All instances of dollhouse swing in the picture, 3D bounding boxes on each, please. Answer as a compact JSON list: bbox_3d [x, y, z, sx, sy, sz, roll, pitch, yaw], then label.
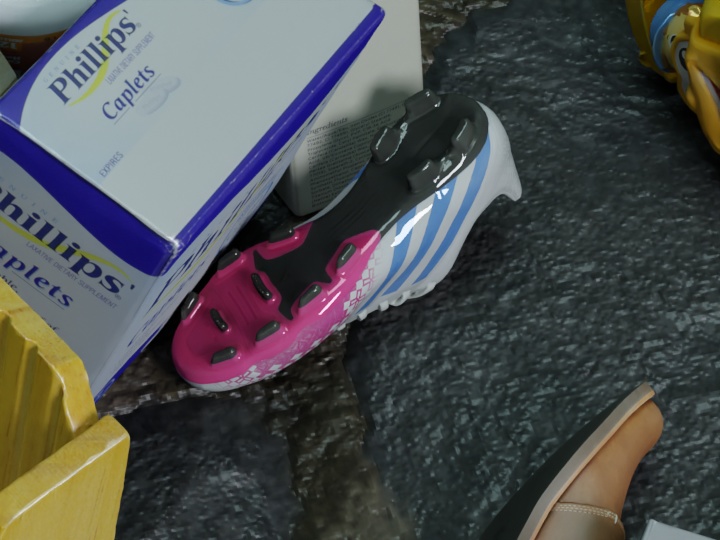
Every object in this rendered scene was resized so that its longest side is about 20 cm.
[{"bbox_3d":[-0.237,0.098,1.174,0.175,0.182,0.200,-19,48,-36],"label":"dollhouse swing"}]

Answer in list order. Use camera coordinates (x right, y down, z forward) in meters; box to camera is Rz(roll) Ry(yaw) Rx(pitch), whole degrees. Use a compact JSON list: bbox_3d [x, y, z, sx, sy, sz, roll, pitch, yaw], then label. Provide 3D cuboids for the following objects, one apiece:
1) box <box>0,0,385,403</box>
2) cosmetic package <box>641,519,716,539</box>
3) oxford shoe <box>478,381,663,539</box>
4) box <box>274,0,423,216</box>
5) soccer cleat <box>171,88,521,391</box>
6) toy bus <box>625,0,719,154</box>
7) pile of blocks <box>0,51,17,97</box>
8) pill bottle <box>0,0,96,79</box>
[{"bbox_3d":[-0.105,-0.047,1.260,0.105,0.200,0.184,37,54,1],"label":"box"},{"bbox_3d":[0.193,0.191,1.118,0.199,0.090,0.107,17,52,13],"label":"cosmetic package"},{"bbox_3d":[0.091,0.130,1.205,0.071,0.071,0.200,39,54,-1],"label":"oxford shoe"},{"bbox_3d":[-0.019,-0.128,1.344,0.082,0.200,0.068,-21,48,-17],"label":"box"},{"bbox_3d":[0.000,0.000,1.322,0.200,0.086,0.070,-41,49,-3],"label":"soccer cleat"},{"bbox_3d":[0.206,-0.148,1.417,0.192,0.136,0.200,20,52,36],"label":"toy bus"},{"bbox_3d":[-0.214,-0.058,1.304,0.082,0.200,0.062,38,68,1],"label":"pile of blocks"},{"bbox_3d":[-0.166,-0.142,1.318,0.112,0.200,0.113,2,77,-7],"label":"pill bottle"}]
